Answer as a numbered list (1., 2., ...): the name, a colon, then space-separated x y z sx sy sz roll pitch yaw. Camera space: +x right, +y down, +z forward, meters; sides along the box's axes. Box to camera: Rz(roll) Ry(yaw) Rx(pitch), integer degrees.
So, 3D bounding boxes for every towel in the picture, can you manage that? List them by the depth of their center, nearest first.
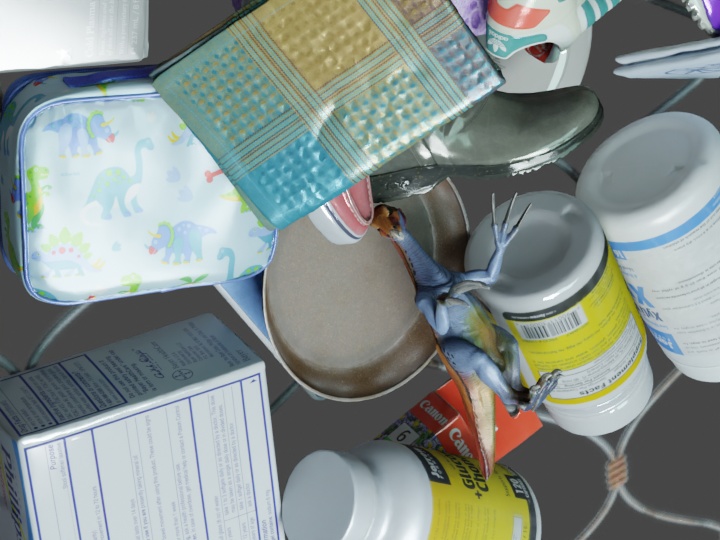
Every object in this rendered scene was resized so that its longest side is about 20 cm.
1. towel: -0.022 -0.130 1.414 0.199 0.022 0.147 -32 110 15

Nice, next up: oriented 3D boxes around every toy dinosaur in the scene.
1. toy dinosaur: 0.062 0.038 1.555 0.201 0.181 0.105 -58 167 23

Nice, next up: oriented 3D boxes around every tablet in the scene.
1. tablet: -0.040 -0.001 1.622 0.130 0.014 0.200 -44 125 -6

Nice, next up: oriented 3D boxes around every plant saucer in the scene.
1. plant saucer: 0.000 0.000 1.609 0.199 0.032 0.202 -10 108 -35

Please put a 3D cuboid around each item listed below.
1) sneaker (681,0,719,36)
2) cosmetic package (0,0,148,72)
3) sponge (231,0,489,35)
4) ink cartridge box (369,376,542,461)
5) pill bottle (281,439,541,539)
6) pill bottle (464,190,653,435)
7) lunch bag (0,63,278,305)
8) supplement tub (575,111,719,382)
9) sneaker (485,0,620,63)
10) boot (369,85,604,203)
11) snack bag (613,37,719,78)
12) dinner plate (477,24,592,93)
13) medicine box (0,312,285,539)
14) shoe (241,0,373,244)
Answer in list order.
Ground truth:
1. sneaker: 0.274 -0.282 1.585 0.099 0.070 0.202 -13 94 8
2. cosmetic package: -0.245 -0.191 1.377 0.199 0.090 0.108 -11 119 -29
3. sponge: 0.003 -0.212 1.529 0.199 0.030 0.112 -14 116 -16
4. ink cartridge box: 0.067 0.166 1.734 0.200 0.050 0.109 -38 125 -9
5. pill bottle: 0.039 0.192 1.614 0.199 0.112 0.113 16 103 -43
6. pill bottle: 0.165 0.040 1.685 0.114 0.114 0.200 -39 137 -9
7. lunch bag: -0.155 -0.068 1.479 0.199 0.082 0.162 -8 113 -22
8. supplement tub: 0.272 -0.019 1.721 0.132 0.132 0.200 -41 124 -8
9. sneaker: 0.155 -0.211 1.588 0.199 0.070 0.094 -24 141 -52
10. boot: 0.070 -0.132 1.515 0.198 0.068 0.131 -15 119 5
11. snack bag: 0.333 -0.171 1.662 0.199 0.188 0.022 -2 89 -28
12. dinner plate: 0.101 -0.169 1.624 0.199 0.024 0.202 -12 117 -24
13. medicine box: -0.169 0.155 1.562 0.199 0.103 0.183 -17 118 -22
14. shoe: -0.009 -0.115 1.464 0.090 0.072 0.201 -11 111 22
